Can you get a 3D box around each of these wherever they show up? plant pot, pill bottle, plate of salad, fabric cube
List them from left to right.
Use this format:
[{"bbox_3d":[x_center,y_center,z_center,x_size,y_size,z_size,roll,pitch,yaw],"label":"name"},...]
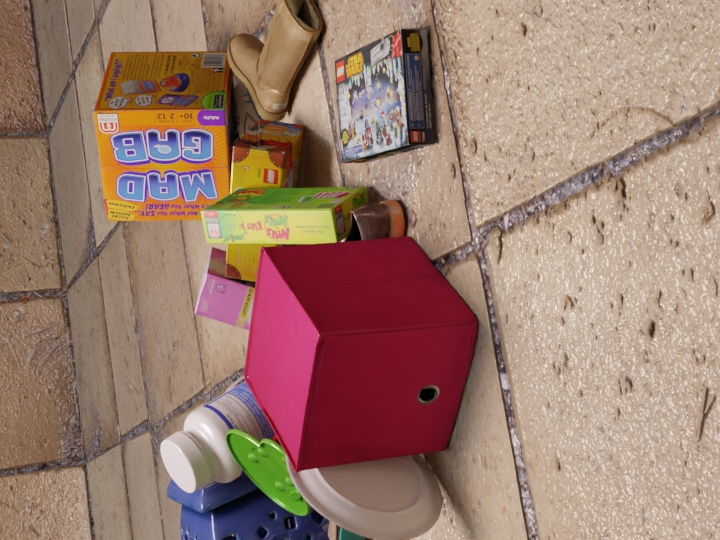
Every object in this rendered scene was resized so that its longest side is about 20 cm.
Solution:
[{"bbox_3d":[-0.176,0.228,1.674,0.112,0.199,0.113,32,137,36],"label":"pill bottle"},{"bbox_3d":[-0.167,0.364,1.767,0.200,0.199,0.181,-4,106,64],"label":"plant pot"},{"bbox_3d":[-0.007,0.094,1.416,0.200,0.198,0.197,-127,41,-50],"label":"fabric cube"},{"bbox_3d":[0.002,0.251,1.419,0.048,0.199,0.200,-65,37,29],"label":"plate of salad"}]

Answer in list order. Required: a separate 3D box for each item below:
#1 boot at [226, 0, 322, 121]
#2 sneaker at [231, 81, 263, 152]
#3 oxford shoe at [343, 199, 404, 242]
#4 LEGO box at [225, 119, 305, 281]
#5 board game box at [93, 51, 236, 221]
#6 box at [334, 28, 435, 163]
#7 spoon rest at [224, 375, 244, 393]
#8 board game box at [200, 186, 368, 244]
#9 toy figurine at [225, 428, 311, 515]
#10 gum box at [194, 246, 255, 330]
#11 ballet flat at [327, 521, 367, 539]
[{"bbox_3d":[-0.126,-0.346,1.770,0.176,0.066,0.200,59,147,23],"label":"boot"},{"bbox_3d":[-0.175,-0.222,1.883,0.072,0.072,0.201,115,144,-50],"label":"sneaker"},{"bbox_3d":[0.000,0.000,1.533,0.071,0.072,0.201,50,138,50],"label":"oxford shoe"},{"bbox_3d":[-0.138,-0.101,1.737,0.149,0.077,0.201,-67,-16,-67],"label":"LEGO box"},{"bbox_3d":[-0.305,-0.217,1.912,0.201,0.198,0.201,-93,3,-53],"label":"board game box"},{"bbox_3d":[0.027,-0.212,1.479,0.200,0.040,0.138,175,92,-66],"label":"box"},{"bbox_3d":[-0.165,0.174,1.868,0.060,0.099,0.201,-5,55,35],"label":"spoon rest"},{"bbox_3d":[-0.099,-0.073,1.577,0.199,0.102,0.048,1,111,27],"label":"board game box"},{"bbox_3d":[-0.056,0.201,1.568,0.150,0.184,0.200,46,155,0],"label":"toy figurine"},{"bbox_3d":[-0.185,0.027,1.816,0.200,0.113,0.067,-110,38,-76],"label":"gum box"},{"bbox_3d":[-0.016,0.309,1.635,0.067,0.068,0.201,-120,36,-55],"label":"ballet flat"}]
